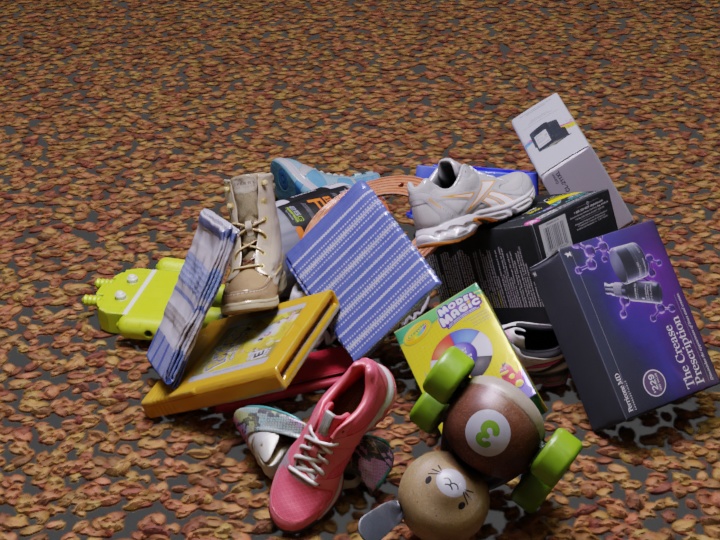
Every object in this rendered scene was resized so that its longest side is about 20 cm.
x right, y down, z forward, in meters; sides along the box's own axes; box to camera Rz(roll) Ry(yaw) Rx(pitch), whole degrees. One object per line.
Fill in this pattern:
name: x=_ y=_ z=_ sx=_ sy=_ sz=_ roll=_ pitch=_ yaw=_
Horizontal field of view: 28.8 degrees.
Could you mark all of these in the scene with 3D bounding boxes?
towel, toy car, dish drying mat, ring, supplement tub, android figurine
towel: x=0.000 y=0.000 z=1.677 sx=0.024 sy=0.145 sz=0.201 roll=31 pitch=19 yaw=-50
toy car: x=0.091 y=0.212 z=1.386 sx=0.164 sy=0.158 sz=0.200 roll=36 pitch=63 yaw=11
dish drying mat: x=-0.088 y=0.126 z=1.675 sx=0.198 sy=0.018 sz=0.077 roll=-13 pitch=26 yaw=-18
ring: x=0.021 y=-0.048 z=1.765 sx=0.198 sy=0.019 sz=0.202 roll=-15 pitch=40 yaw=12
supplement tub: x=-0.063 y=-0.045 z=1.882 sx=0.199 sy=0.124 sz=0.122 roll=-21 pitch=33 yaw=-31
towel: x=-0.201 y=0.028 z=1.644 sx=0.024 sy=0.202 sz=0.147 roll=21 pitch=4 yaw=-22
android figurine: x=-0.261 y=0.039 z=1.828 sx=0.198 sy=0.041 sz=0.182 roll=7 pitch=30 yaw=12

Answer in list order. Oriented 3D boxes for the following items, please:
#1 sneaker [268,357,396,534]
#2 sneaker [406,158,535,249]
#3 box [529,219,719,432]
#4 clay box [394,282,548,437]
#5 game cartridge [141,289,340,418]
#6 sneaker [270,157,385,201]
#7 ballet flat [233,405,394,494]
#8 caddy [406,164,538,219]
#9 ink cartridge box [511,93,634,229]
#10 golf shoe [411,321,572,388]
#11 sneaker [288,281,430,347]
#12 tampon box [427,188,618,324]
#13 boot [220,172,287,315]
sneaker: x=-0.039 y=0.171 z=1.432 sx=0.073 sy=0.087 sz=0.201 roll=28 pitch=78 yaw=18
sneaker: x=0.134 y=-0.098 z=1.675 sx=0.075 sy=0.093 sz=0.199 roll=-7 pitch=14 yaw=47
box: x=0.297 y=0.062 z=1.584 sx=0.140 sy=0.202 sz=0.079 roll=-17 pitch=-10 yaw=-23
clay box: x=0.116 y=0.102 z=1.570 sx=0.114 sy=0.048 sz=0.201 roll=-31 pitch=49 yaw=6
game cartridge: x=-0.139 y=0.096 z=1.635 sx=0.198 sy=0.033 sz=0.177 roll=-14 pitch=24 yaw=29
sneaker: x=-0.038 y=-0.119 z=2.069 sx=0.130 sy=0.080 sz=0.200 roll=-21 pitch=43 yaw=-28
ballet flat: x=-0.062 y=0.196 z=1.506 sx=0.198 sy=0.070 sz=0.071 roll=12 pitch=50 yaw=23
caddy: x=0.161 y=-0.091 z=1.978 sx=0.198 sy=0.106 sz=0.141 roll=7 pitch=8 yaw=24
ink cartridge box: x=0.301 y=-0.141 z=1.998 sx=0.082 sy=0.146 sz=0.201 roll=-31 pitch=27 yaw=10
golf shoe: x=0.157 y=0.091 z=1.636 sx=0.197 sy=0.093 sz=0.073 roll=-6 pitch=52 yaw=-4
sneaker: x=0.000 y=0.037 z=1.773 sx=0.198 sy=0.082 sz=0.075 roll=-13 pitch=28 yaw=-23
tampon box: x=0.205 y=-0.016 z=1.743 sx=0.149 sy=0.128 sz=0.199 roll=-24 pitch=14 yaw=-37
boot: x=-0.133 y=-0.036 z=1.682 sx=0.072 sy=0.157 sz=0.200 roll=-4 pitch=12 yaw=9
